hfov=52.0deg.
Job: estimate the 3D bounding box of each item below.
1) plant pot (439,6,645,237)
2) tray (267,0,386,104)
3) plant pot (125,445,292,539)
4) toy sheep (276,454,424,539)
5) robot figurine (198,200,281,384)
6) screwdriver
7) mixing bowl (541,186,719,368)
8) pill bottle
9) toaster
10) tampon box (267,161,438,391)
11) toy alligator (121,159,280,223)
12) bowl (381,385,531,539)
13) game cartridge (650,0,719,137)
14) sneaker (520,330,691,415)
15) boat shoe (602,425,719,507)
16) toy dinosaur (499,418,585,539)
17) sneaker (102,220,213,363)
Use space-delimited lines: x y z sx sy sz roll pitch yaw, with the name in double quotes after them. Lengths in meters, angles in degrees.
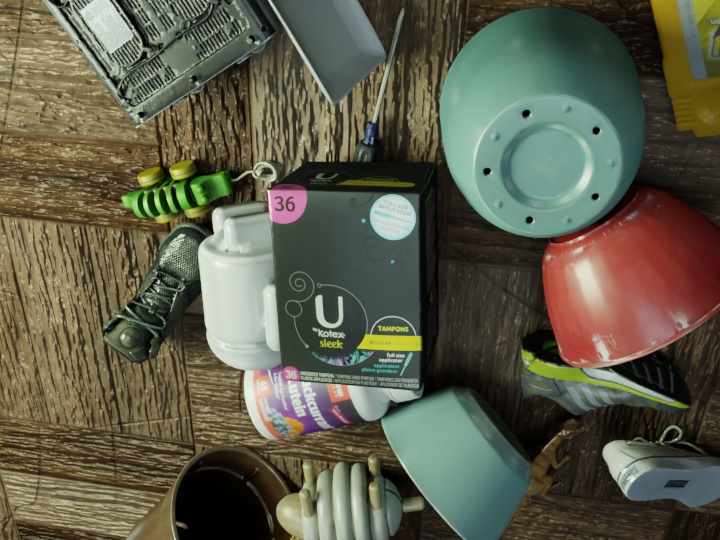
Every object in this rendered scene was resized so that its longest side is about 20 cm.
0.168 -0.124 0.680 0.198 0.161 0.202 4 119 8 "plant pot"
-0.055 -0.261 0.686 0.022 0.108 0.201 -12 119 44 "tray"
-0.221 0.375 1.025 0.200 0.201 0.198 42 126 -13 "plant pot"
-0.014 0.317 0.982 0.198 0.138 0.139 -4 118 6 "toy sheep"
-0.120 0.027 0.829 0.112 0.170 0.202 -10 115 -22 "robot figurine"
0.016 -0.170 0.762 0.029 0.028 0.202 27 123 29 "screwdriver"
0.253 -0.010 0.717 0.199 0.200 0.109 -31 99 24 "mixing bowl"
-0.030 0.132 0.888 0.198 0.112 0.112 -16 115 18 "pill bottle"
-0.190 -0.265 0.692 0.180 0.119 0.201 -26 112 22 "toaster"
0.000 0.000 0.755 0.148 0.126 0.202 2 111 13 "tampon box"
-0.188 -0.088 0.828 0.198 0.054 0.060 -9 117 15 "toy alligator"
0.128 0.217 0.877 0.105 0.201 0.201 -40 106 7 "bowl"
0.345 -0.217 0.631 0.175 0.032 0.201 -2 121 40 "game cartridge"
0.280 0.131 0.861 0.198 0.074 0.082 15 128 11 "sneaker"
0.367 0.232 0.895 0.200 0.086 0.075 9 120 -29 "boat shoe"
0.207 0.266 0.918 0.060 0.106 0.201 28 82 25 "toy dinosaur"
-0.237 0.037 0.875 0.076 0.115 0.200 34 117 -11 "sneaker"
